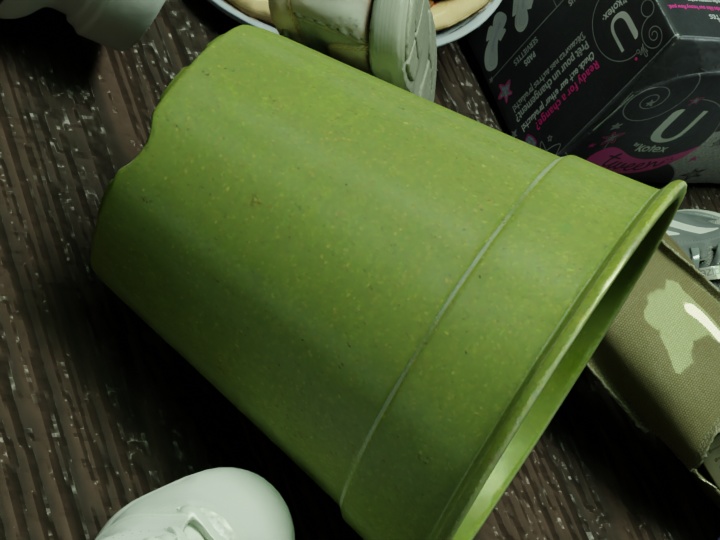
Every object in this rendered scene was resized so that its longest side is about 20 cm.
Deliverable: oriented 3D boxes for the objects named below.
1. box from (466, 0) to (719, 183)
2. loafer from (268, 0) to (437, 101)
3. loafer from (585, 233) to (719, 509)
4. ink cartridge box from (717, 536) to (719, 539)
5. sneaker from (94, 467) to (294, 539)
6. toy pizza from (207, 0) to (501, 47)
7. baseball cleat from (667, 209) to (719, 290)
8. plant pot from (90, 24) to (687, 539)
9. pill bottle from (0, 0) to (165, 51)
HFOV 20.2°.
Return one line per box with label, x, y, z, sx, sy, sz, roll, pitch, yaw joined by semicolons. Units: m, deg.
box;0.178;-0.125;1.100;0.199;0.132;0.115;0;57;-39
loafer;0.000;-0.096;0.914;0.062;0.200;0.073;9;78;6
loafer;0.154;0.046;0.925;0.200;0.076;0.067;44;-2;-21
ink cartridge box;0.144;0.155;0.780;0.040;0.202;0.199;13;28;29
sneaker;-0.074;0.116;0.703;0.075;0.089;0.200;45;39;7
toy pizza;-0.013;-0.189;1.038;0.198;0.032;0.202;10;50;-11
baseball cleat;0.154;-0.002;0.987;0.199;0.106;0.070;-14;102;-45
plant pot;0.000;0.000;0.816;0.189;0.201;0.200;33;38;10
pill bottle;-0.172;-0.179;0.872;0.199;0.116;0.117;24;42;-21
